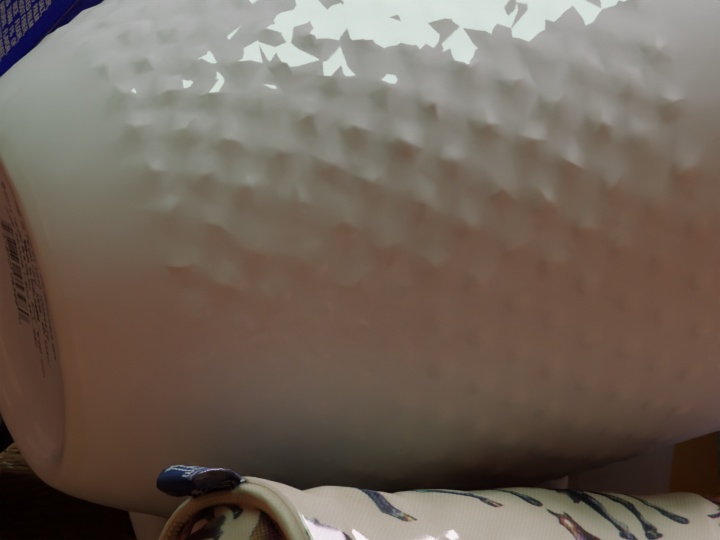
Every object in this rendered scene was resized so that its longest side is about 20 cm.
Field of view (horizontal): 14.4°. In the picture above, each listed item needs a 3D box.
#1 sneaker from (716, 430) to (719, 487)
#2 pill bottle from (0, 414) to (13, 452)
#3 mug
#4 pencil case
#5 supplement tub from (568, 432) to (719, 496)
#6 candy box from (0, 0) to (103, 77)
[{"bbox_3d":[0.117,0.017,0.747,0.200,0.087,0.074,53,-3,19],"label":"sneaker"},{"bbox_3d":[-0.145,0.015,0.833,0.112,0.113,0.200,9,6,3],"label":"pill bottle"},{"bbox_3d":[-0.002,0.011,0.700,0.175,0.201,0.148,-14,28,-20],"label":"mug"},{"bbox_3d":[0.042,0.084,0.650,0.199,0.078,0.089,4,21,-35],"label":"pencil case"},{"bbox_3d":[0.146,0.041,0.850,0.199,0.145,0.145,10,7,12],"label":"supplement tub"},{"bbox_3d":[-0.001,-0.090,0.805,0.169,0.077,0.200,18,-43,-35],"label":"candy box"}]
